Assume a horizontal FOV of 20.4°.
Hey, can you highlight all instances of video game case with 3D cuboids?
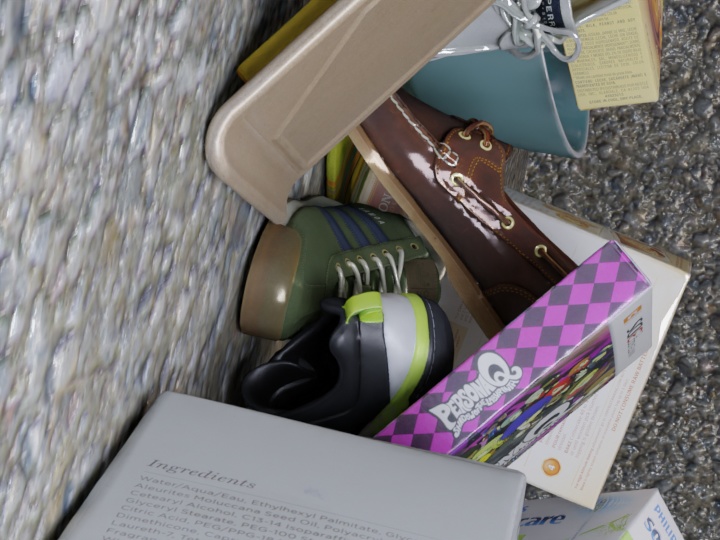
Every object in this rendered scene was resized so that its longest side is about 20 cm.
[{"bbox_3d":[0.064,0.076,1.019,0.200,0.036,0.181,-40,166,-1],"label":"video game case"}]

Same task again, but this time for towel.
[{"bbox_3d":[-0.003,-0.099,1.193,0.200,0.018,0.086,92,11,-50],"label":"towel"}]

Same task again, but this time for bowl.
[{"bbox_3d":[0.075,-0.164,1.241,0.201,0.105,0.202,-5,90,-75],"label":"bowl"}]

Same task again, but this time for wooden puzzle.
[{"bbox_3d":[0.006,-0.114,0.939,0.200,0.037,0.185,-47,171,0],"label":"wooden puzzle"}]

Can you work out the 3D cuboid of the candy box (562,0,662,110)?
[{"bbox_3d":[0.139,-0.209,1.190,0.116,0.055,0.200,-81,158,-44],"label":"candy box"}]

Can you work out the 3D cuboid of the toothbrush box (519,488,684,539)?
[{"bbox_3d":[0.094,0.226,1.194,0.200,0.145,0.086,-42,110,-40],"label":"toothbrush box"}]

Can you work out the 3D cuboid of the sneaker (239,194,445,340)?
[{"bbox_3d":[0.000,0.000,1.083,0.200,0.089,0.067,-45,147,-76],"label":"sneaker"}]

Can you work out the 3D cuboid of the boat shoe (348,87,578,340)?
[{"bbox_3d":[0.056,-0.047,1.092,0.070,0.200,0.070,-35,-170,16],"label":"boat shoe"}]

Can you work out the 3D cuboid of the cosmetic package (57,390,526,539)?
[{"bbox_3d":[-0.037,0.172,0.779,0.200,0.164,0.165,-62,162,-66],"label":"cosmetic package"}]

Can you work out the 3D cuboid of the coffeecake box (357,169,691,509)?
[{"bbox_3d":[0.079,0.031,1.213,0.073,0.199,0.154,-34,146,-79],"label":"coffeecake box"}]

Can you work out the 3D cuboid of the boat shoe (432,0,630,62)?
[{"bbox_3d":[0.096,-0.148,1.081,0.086,0.201,0.075,-109,180,-48],"label":"boat shoe"}]

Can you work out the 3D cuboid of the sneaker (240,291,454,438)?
[{"bbox_3d":[-0.031,0.067,1.031,0.200,0.083,0.072,-51,-141,40],"label":"sneaker"}]
